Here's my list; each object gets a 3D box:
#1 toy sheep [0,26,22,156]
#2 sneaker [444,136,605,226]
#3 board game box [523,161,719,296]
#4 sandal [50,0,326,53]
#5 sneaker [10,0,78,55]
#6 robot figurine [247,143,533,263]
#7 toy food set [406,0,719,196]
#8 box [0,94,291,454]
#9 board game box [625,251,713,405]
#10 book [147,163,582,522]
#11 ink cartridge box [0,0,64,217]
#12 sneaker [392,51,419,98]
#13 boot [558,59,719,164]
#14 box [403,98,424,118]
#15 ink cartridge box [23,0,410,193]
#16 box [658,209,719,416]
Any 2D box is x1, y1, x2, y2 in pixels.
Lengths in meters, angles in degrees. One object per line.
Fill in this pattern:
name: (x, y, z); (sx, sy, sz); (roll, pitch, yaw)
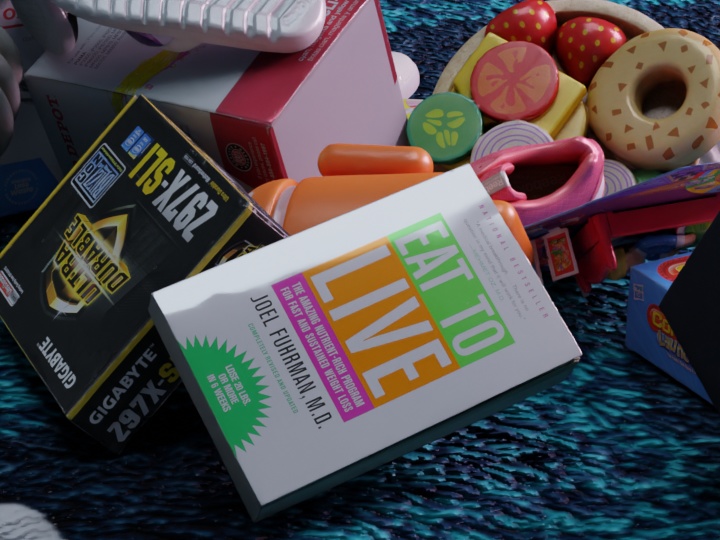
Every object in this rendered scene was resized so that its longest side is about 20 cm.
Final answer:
toy sheep: (-0.283, -0.113, 1.488); (0.137, 0.138, 0.200); (8, 57, 17)
sneaker: (0.065, -0.042, 1.471); (0.200, 0.074, 0.087); (-23, -13, -10)
board game box: (0.176, -0.015, 1.449); (0.199, 0.039, 0.158); (-20, -15, 26)
sandal: (-0.123, -0.171, 1.481); (0.202, 0.050, 0.083); (17, 58, 8)
sneaker: (-0.198, -0.229, 1.553); (0.099, 0.071, 0.200); (-17, 53, -15)
robot figurine: (0.000, 0.001, 1.386); (0.199, 0.144, 0.117); (-1, 11, 17)
toy food set: (0.138, -0.098, 1.567); (0.200, 0.049, 0.198); (32, 78, 22)
box: (-0.137, -0.003, 1.375); (0.160, 0.049, 0.200); (-47, 33, 1)
board game box: (0.294, 0.038, 1.382); (0.199, 0.056, 0.196); (-13, 27, -26)
book: (0.001, 0.036, 1.274); (0.199, 0.048, 0.134); (-24, 75, -19)
ink cartridge box: (-0.225, -0.148, 1.627); (0.115, 0.201, 0.067); (-13, 26, -27)
sneaker: (-0.034, -0.157, 1.791); (0.200, 0.085, 0.073); (-17, 27, -36)
boot: (0.240, -0.112, 1.652); (0.199, 0.073, 0.182); (-16, 64, -17)
box: (0.037, -0.086, 1.677); (0.199, 0.049, 0.117); (3, 24, 12)
ink cartridge box: (-0.093, -0.106, 1.554); (0.199, 0.146, 0.145); (14, 51, 28)
box: (0.293, 0.044, 1.215); (0.199, 0.104, 0.183); (-12, 61, -25)
